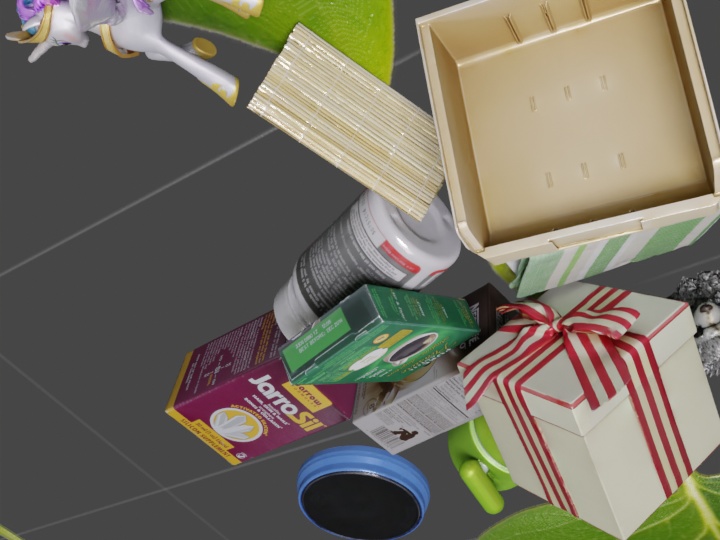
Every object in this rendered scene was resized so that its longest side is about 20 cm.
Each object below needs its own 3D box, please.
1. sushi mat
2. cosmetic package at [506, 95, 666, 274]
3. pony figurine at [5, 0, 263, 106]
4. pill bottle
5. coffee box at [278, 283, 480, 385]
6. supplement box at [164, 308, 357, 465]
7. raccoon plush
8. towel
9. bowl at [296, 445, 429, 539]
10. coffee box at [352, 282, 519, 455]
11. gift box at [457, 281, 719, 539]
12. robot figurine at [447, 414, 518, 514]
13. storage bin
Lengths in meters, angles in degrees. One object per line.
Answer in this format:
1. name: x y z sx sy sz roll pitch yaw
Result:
1. sushi mat: 0.001 -0.135 0.755 0.199 0.096 0.012 32 165 -18
2. cosmetic package: 0.205 -0.088 0.766 0.199 0.071 0.101 -27 123 30
3. pony figurine: -0.185 -0.231 0.669 0.199 0.167 0.193 8 142 -18
4. pill bottle: 0.000 0.000 0.851 0.114 0.114 0.200 33 128 -19
5. coffee box: 0.024 0.068 0.816 0.123 0.044 0.200 -37 156 27
6. supplement box: -0.118 0.141 1.004 0.199 0.104 0.131 -27 122 29
7. raccoon plush: 0.396 0.091 0.851 0.200 0.134 0.097 38 126 -23
8. towel: 0.241 -0.028 0.762 0.199 0.024 0.153 -18 164 0
9. bowl: 0.002 0.334 1.199 0.199 0.040 0.201 4 132 5
10. coffee box: 0.093 0.116 0.940 0.200 0.113 0.080 -32 120 31
11. gift box: 0.214 0.125 0.779 0.184 0.200 0.188 8 128 55
12. robot figurine: 0.174 0.195 0.974 0.116 0.175 0.200 41 153 9
13. storage bin: 0.166 -0.125 0.652 0.199 0.200 0.094 -14 167 20
